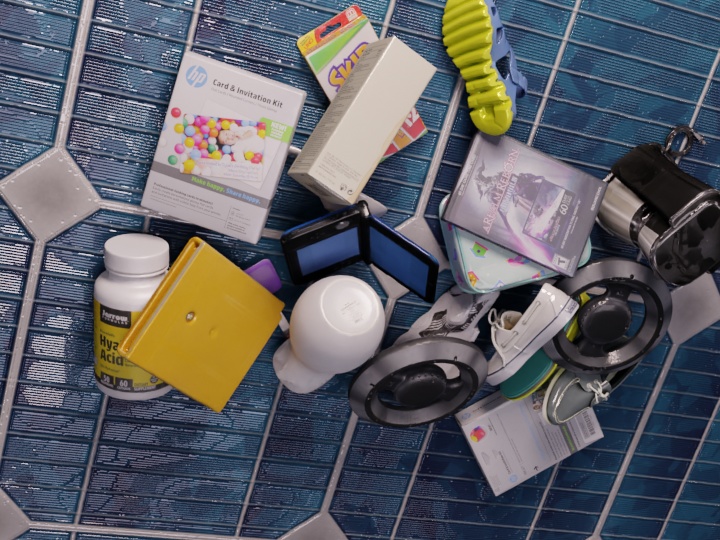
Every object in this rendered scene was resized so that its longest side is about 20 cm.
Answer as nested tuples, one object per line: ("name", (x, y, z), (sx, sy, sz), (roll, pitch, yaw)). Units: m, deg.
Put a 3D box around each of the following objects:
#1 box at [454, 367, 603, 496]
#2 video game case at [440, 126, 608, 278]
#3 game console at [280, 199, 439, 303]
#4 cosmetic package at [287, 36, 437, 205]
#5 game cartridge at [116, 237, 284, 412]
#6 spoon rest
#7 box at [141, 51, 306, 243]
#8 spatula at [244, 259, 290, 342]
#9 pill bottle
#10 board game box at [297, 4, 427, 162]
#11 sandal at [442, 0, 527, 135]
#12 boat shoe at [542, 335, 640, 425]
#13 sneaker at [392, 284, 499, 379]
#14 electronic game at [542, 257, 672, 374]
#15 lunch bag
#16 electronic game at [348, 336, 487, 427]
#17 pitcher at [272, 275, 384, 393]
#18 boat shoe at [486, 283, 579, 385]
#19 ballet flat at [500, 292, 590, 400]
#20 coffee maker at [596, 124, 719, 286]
("box", (0.266, 0.244, 1.781), (0.200, 0.041, 0.156), (-29, 118, -4))
("video game case", (0.224, -0.094, 1.539), (0.200, 0.019, 0.143), (24, 81, -10))
("game console", (0.000, 0.000, 1.485), (0.170, 0.119, 0.200), (-22, 163, -5))
("cosmetic package", (0.000, -0.183, 1.405), (0.073, 0.104, 0.200), (34, 85, -18))
("game cartridge", (-0.201, 0.075, 1.482), (0.176, 0.032, 0.200), (-57, 141, -8))
("spoon rest", (-0.056, -0.117, 1.495), (0.200, 0.099, 0.061), (20, 88, -11))
("box", (-0.172, -0.152, 1.424), (0.156, 0.041, 0.200), (19, 103, -2))
("spatula", (-0.112, 0.069, 1.595), (0.056, 0.021, 0.200), (-30, 120, -4))
("pill bottle", (-0.293, 0.059, 1.483), (0.111, 0.111, 0.200), (-2, 114, -16))
("board game box", (0.003, -0.239, 1.487), (0.095, 0.030, 0.200), (-32, 117, -1))
("sandal", (0.168, -0.284, 1.498), (0.087, 0.079, 0.200), (-36, 118, -42))
("boat shoe", (0.353, 0.166, 1.718), (0.200, 0.062, 0.073), (-38, 120, -27))
("sneaker", (0.142, 0.103, 1.661), (0.200, 0.075, 0.115), (-42, 120, 9))
("electronic game", (0.353, 0.068, 1.645), (0.199, 0.042, 0.200), (-3, 122, -5))
("lunch bag", (0.216, -0.060, 1.584), (0.200, 0.077, 0.161), (-15, 90, -13))
("electronic game", (0.081, 0.158, 1.588), (0.200, 0.042, 0.200), (-10, 141, -8))
("pitcher", (-0.023, 0.073, 1.530), (0.171, 0.200, 0.121), (-34, 80, -28))
("boat shoe", (0.217, 0.084, 1.611), (0.086, 0.075, 0.202), (41, 136, 2))
("ballet flat", (0.289, 0.118, 1.721), (0.067, 0.067, 0.200), (18, 107, -49))
("coffee maker", (0.439, -0.097, 1.585), (0.134, 0.200, 0.192), (19, 107, -25))
